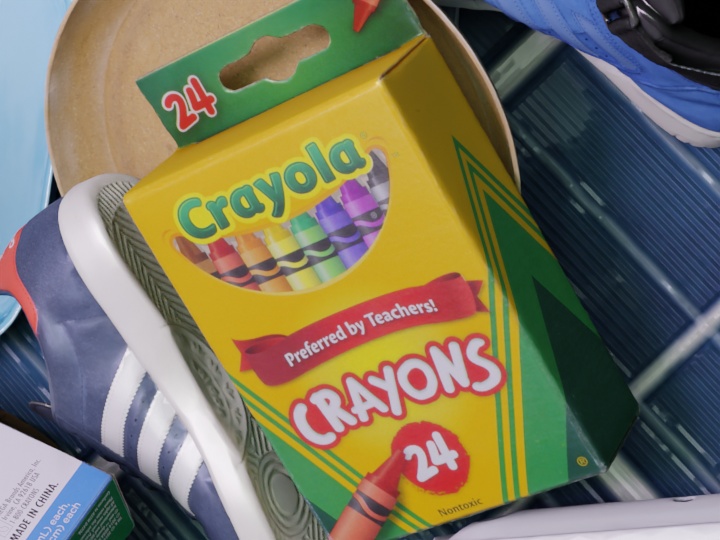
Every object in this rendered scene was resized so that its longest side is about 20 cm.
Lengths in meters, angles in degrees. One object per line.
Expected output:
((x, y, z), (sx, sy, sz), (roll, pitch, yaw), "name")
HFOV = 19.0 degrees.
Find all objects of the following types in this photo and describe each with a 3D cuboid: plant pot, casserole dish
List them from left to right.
((-0.178, -0.058, 0.910), (0.121, 0.039, 0.200), (8, 90, 13), "casserole dish")
((-0.029, -0.046, 0.839), (0.200, 0.027, 0.200), (11, 120, 19), "plant pot")

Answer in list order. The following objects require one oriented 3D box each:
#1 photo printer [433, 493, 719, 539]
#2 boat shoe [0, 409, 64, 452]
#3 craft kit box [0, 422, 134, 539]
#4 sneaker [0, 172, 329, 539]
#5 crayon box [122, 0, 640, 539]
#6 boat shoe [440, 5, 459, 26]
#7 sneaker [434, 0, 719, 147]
((0.116, 0.169, 0.811), (0.200, 0.069, 0.166), (-7, 87, 13), "photo printer")
((-0.211, 0.093, 0.901), (0.200, 0.072, 0.065), (6, 126, 11), "boat shoe")
((-0.220, 0.125, 0.803), (0.197, 0.049, 0.200), (24, 62, 22), "craft kit box")
((-0.078, 0.062, 0.862), (0.084, 0.075, 0.200), (-28, 94, 28), "sneaker")
((0.000, 0.000, 0.803), (0.127, 0.051, 0.200), (-23, 104, 33), "crayon box")
((0.007, -0.162, 0.858), (0.073, 0.062, 0.200), (-3, 87, 13), "boat shoe")
((0.082, -0.122, 0.788), (0.200, 0.111, 0.077), (34, 74, -3), "sneaker")
